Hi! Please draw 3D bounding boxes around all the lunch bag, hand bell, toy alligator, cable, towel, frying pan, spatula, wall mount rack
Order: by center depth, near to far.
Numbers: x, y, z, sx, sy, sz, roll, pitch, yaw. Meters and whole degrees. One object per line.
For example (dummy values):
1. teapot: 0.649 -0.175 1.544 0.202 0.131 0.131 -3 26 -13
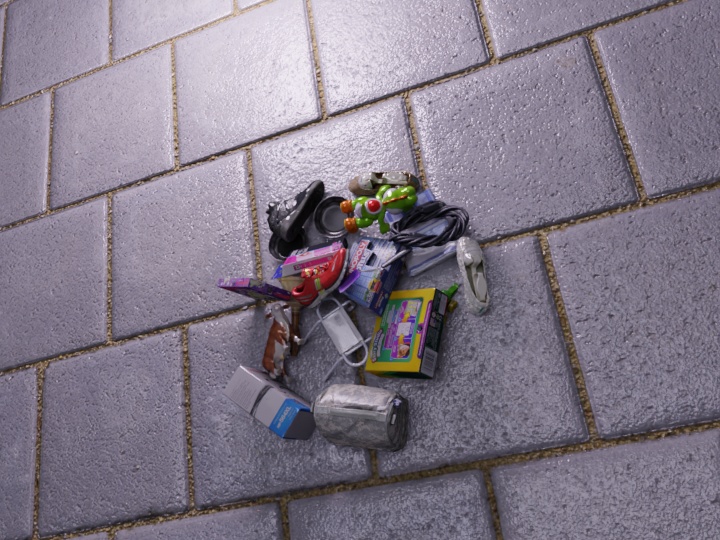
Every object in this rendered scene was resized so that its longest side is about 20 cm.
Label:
1. lunch bag: 0.005 0.333 1.410 0.199 0.168 0.140 2 74 19
2. spatula: 0.035 -0.007 1.464 0.199 0.021 0.057 -26 22 -1
3. toy alligator: 0.170 0.109 1.486 0.059 0.054 0.200 36 87 26
4. cable: 0.161 -0.101 1.502 0.199 0.051 0.163 -24 39 -14
5. wall mount rack: -0.060 0.173 1.541 0.173 0.075 0.201 -34 65 2
6. towel: 0.153 -0.098 1.577 0.146 0.024 0.201 -27 66 9
7. hand bell: -0.170 0.119 1.598 0.103 0.104 0.202 1 85 20
8. frying pan: -0.063 -0.105 1.643 0.114 0.031 0.191 -13 77 14
9. frying pan: -0.166 -0.060 1.666 0.189 0.031 0.115 27 78 27

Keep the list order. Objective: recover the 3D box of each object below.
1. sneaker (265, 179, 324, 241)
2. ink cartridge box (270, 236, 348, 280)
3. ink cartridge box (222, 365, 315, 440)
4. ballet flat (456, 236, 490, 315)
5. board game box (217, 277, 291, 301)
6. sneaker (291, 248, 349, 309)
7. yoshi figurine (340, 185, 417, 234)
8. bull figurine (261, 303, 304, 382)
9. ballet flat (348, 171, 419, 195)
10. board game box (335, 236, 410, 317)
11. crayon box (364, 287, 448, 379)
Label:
1. sneaker: -0.184 -0.180 1.682 0.114 0.076 0.200 27 73 24
2. ink cartridge box: -0.132 -0.031 1.576 0.199 0.095 0.037 -17 111 15
3. ink cartridge box: -0.211 0.321 1.502 0.199 0.146 0.085 30 86 24
4. ballet flat: 0.276 0.005 1.475 0.071 0.072 0.201 -13 71 15
5. board game box: -0.273 0.048 1.577 0.200 0.120 0.032 -2 66 57
6. sneaker: -0.100 0.015 1.498 0.200 0.085 0.077 -48 22 29
7. yoshi figurine: 0.057 -0.161 1.579 0.199 0.113 0.112 -16 36 20
8. bull figurine: -0.198 0.181 1.545 0.121 0.065 0.201 44 129 48
9. ballet flat: 0.055 -0.238 1.633 0.199 0.065 0.071 -1 70 19
10. board game box: 0.000 0.000 1.552 0.199 0.062 0.201 9 68 41
11. crayon box: 0.107 0.148 1.448 0.172 0.058 0.201 -8 61 47
